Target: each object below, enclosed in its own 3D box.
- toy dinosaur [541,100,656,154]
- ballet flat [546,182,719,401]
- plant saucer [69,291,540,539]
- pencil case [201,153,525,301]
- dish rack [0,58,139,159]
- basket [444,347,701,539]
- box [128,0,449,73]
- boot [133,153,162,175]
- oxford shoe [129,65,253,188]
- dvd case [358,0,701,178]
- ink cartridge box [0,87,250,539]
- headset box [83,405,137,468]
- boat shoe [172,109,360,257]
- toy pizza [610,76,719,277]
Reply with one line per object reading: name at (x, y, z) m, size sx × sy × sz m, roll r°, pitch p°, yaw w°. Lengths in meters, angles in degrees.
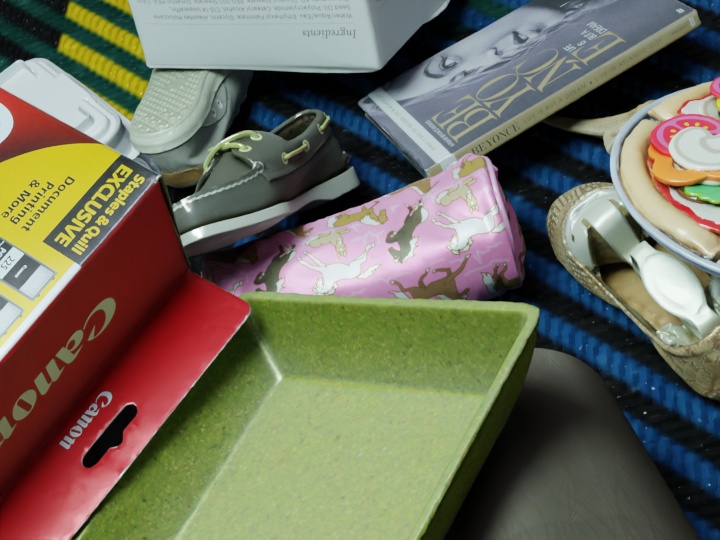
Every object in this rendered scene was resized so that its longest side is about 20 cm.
toy dinosaur at (0.184, -0.087, 1.000) m, size 0.198 × 0.059 × 0.101 m, roll -9°, pitch 30°, yaw 26°
ballet flat at (0.161, -0.006, 0.912) m, size 0.070 × 0.065 × 0.200 m, roll -43°, pitch 44°, yaw -1°
plant saucer at (-0.027, 0.102, 0.737) m, size 0.198 × 0.048 × 0.201 m, roll 1°, pitch 48°, yaw 42°
pencil case at (0.000, 0.000, 0.975) m, size 0.198 × 0.084 × 0.087 m, roll -21°, pitch 19°, yaw 7°
dish rack at (-0.275, -0.078, 1.204) m, size 0.200 × 0.044 × 0.171 m, roll -40°, pitch 45°, yaw -14°
basket at (0.095, 0.138, 0.755) m, size 0.135 × 0.181 × 0.201 m, roll -29°, pitch 34°, yaw 7°
box at (-0.040, -0.241, 1.142) m, size 0.198 × 0.132 × 0.199 m, roll 5°, pitch 34°, yaw 29°
boot at (-0.208, 0.011, 1.066) m, size 0.131 × 0.200 × 0.070 m, roll -22°, pitch 73°, yaw -51°
oxford shoe at (-0.113, -0.123, 1.163) m, size 0.074 × 0.058 × 0.201 m, roll -10°, pitch 32°, yaw 19°
dvd case at (0.105, -0.135, 1.066) m, size 0.199 × 0.016 × 0.149 m, roll -31°, pitch 28°, yaw -3°
ink cartridge box at (-0.179, 0.029, 0.780) m, size 0.174 × 0.084 × 0.201 m, roll 27°, pitch 65°, yaw 22°
headset box at (-0.181, 0.102, 0.970) m, size 0.199 × 0.075 × 0.148 m, roll -39°, pitch 45°, yaw -11°
boat shoe at (-0.067, -0.055, 0.997) m, size 0.071 × 0.061 × 0.201 m, roll -18°, pitch 5°, yaw 29°
toy pizza at (0.232, -0.056, 0.858) m, size 0.197 × 0.032 × 0.201 m, roll 0°, pitch 38°, yaw 0°
